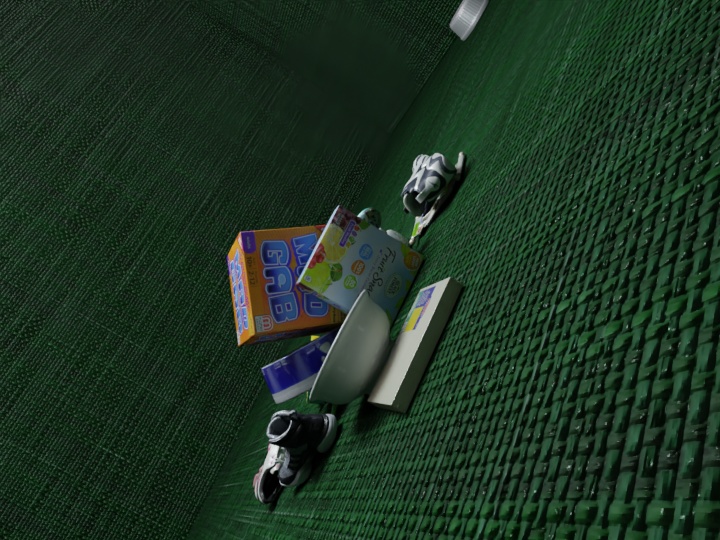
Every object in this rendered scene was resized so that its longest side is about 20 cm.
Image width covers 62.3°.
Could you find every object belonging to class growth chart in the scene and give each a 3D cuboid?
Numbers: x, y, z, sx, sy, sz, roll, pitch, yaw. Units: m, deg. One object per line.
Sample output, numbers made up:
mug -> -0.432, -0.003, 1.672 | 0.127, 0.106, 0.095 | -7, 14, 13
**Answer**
growth chart -> 0.171, -0.161, 1.315 | 0.201, 0.018, 0.145 | -56, 8, 27

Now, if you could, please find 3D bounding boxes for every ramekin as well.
ramekin -> 0.465, -1.109, 2.576 | 0.204, 0.093, 0.203 | -59, 7, 12

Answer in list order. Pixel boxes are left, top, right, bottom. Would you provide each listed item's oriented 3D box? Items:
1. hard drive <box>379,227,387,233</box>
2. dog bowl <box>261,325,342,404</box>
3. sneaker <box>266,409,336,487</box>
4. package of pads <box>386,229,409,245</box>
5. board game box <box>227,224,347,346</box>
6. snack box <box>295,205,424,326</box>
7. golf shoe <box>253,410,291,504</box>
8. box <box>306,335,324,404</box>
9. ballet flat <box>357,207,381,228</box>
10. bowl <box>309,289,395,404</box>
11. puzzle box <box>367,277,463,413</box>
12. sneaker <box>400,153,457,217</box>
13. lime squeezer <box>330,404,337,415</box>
hard drive -> -0.006, 0.017, 1.303 | 0.203, 0.026, 0.132 | -68, 12, -23
dog bowl -> -0.102, 0.192, 1.229 | 0.197, 0.080, 0.200 | -27, -3, -2
sneaker -> -0.133, 0.328, 1.120 | 0.201, 0.112, 0.076 | -55, 24, 29
package of pads -> 0.034, 0.021, 1.367 | 0.201, 0.067, 0.156 | -54, 11, 38
board game box -> -0.159, 0.035, 1.252 | 0.200, 0.196, 0.204 | 146, 116, -66
snack box -> 0.000, 0.000, 1.158 | 0.171, 0.198, 0.068 | -63, 10, -12
golf shoe -> -0.174, 0.413, 1.312 | 0.092, 0.071, 0.204 | 173, 116, -73
box -> -0.104, 0.233, 1.436 | 0.200, 0.047, 0.120 | -126, 41, -80
ballet flat -> -0.008, -0.041, 1.252 | 0.201, 0.073, 0.075 | -57, 8, 40
bowl -> -0.001, 0.143, 0.988 | 0.204, 0.089, 0.201 | -62, -5, -10
puzzle box -> 0.079, 0.111, 0.885 | 0.202, 0.025, 0.133 | -63, 7, -14
sneaker -> 0.127, -0.177, 1.290 | 0.130, 0.079, 0.199 | -51, 16, -3
lime squeezer -> -0.041, 0.242, 1.216 | 0.201, 0.037, 0.072 | -79, -11, -65
